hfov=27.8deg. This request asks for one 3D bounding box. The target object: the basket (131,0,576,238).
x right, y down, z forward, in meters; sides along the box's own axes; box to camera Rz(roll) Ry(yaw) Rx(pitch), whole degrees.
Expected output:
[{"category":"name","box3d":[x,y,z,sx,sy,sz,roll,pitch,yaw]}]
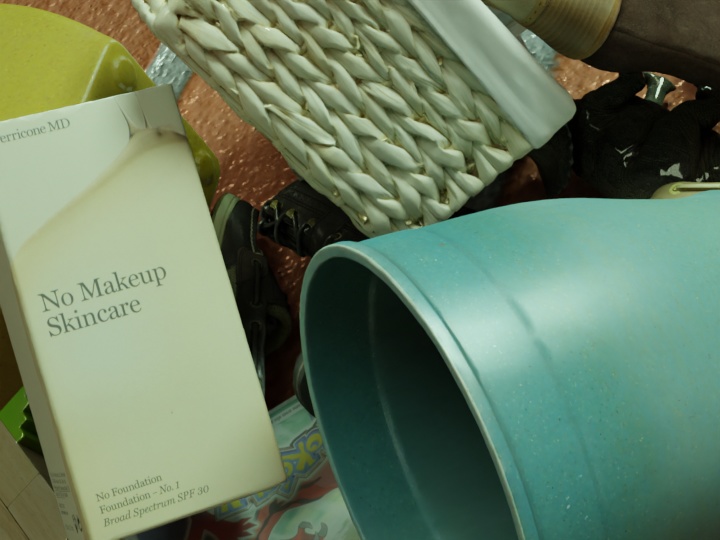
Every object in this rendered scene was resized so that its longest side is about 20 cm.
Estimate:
[{"category":"basket","box3d":[-0.012,-0.119,0.739,0.123,0.200,0.136,-45,29,6]}]

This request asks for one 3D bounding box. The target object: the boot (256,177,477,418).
[{"category":"boot","box3d":[0.000,0.000,0.810,0.199,0.070,0.174,-27,37,-33]}]

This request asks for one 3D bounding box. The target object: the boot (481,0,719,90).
[{"category":"boot","box3d":[0.134,-0.150,0.780,0.200,0.165,0.073,-96,28,-61]}]

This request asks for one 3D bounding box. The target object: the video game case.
[{"category":"video game case","box3d":[-0.035,0.148,0.745,0.199,0.023,0.183,-31,45,1]}]

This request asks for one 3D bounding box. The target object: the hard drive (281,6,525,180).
[{"category":"hard drive","box3d":[0.014,-0.160,0.874,0.199,0.026,0.132,-34,64,2]}]

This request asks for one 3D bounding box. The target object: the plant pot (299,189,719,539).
[{"category":"plant pot","box3d":[0.100,0.054,0.631,0.187,0.201,0.200,-20,41,-19]}]

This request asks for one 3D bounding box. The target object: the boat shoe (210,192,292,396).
[{"category":"boat shoe","box3d":[-0.073,0.030,0.841,0.066,0.072,0.201,15,34,-6]}]

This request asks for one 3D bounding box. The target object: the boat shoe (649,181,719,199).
[{"category":"boat shoe","box3d":[0.225,-0.016,0.710,0.199,0.074,0.067,5,52,26]}]

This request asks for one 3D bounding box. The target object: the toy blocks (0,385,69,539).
[{"category":"toy blocks","box3d":[-0.196,0.180,0.765,0.200,0.100,0.137,-47,54,0]}]

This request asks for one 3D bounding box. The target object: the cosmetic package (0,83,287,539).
[{"category":"cosmetic package","box3d":[-0.117,0.022,0.709,0.103,0.201,0.073,-17,-1,-21]}]

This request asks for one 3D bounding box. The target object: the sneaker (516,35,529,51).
[{"category":"sneaker","box3d":[0.058,-0.153,0.910,0.074,0.087,0.201,-26,46,3]}]

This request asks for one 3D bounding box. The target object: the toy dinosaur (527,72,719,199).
[{"category":"toy dinosaur","box3d":[0.162,-0.069,0.805,0.199,0.077,0.103,22,80,30]}]

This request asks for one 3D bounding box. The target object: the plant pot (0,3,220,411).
[{"category":"plant pot","box3d":[-0.201,-0.039,0.854,0.199,0.196,0.195,-11,48,31]}]
